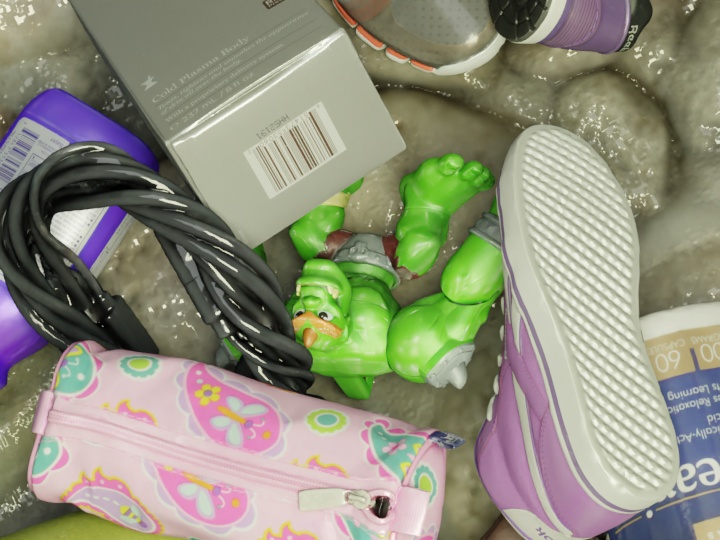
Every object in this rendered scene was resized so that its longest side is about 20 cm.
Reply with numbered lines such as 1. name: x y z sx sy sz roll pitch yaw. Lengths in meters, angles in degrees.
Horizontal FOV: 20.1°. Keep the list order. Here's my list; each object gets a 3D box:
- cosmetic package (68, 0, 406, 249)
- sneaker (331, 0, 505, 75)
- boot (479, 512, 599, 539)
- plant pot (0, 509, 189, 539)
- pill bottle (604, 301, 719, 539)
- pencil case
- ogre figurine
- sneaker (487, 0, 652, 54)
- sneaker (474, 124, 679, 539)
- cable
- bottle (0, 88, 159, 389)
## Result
1. cosmetic package: -0.069 -0.105 1.050 0.107 0.090 0.200 -34 39 -5
2. sneaker: 0.002 -0.190 1.120 0.077 0.082 0.200 -42 78 -6
3. boot: 0.037 0.173 1.009 0.200 0.072 0.167 40 75 -28
4. plant pot: -0.141 0.199 1.008 0.199 0.187 0.187 -33 77 -21
5. pill bottle: 0.176 0.126 1.008 0.110 0.111 0.201 -13 68 1
6. pencil case: -0.055 0.093 0.961 0.199 0.087 0.088 14 78 16
7. ogre figurine: 0.000 0.000 1.069 0.198 0.098 0.121 9 74 3
8. sneaker: 0.110 -0.206 1.135 0.087 0.076 0.201 8 62 -29
9. sneaker: 0.084 0.036 0.996 0.072 0.114 0.202 7 63 -27
10. cable: -0.102 0.020 1.016 0.162 0.201 0.051 10 48 35
11. bottle: -0.191 0.002 1.097 0.083 0.065 0.201 30 81 10
